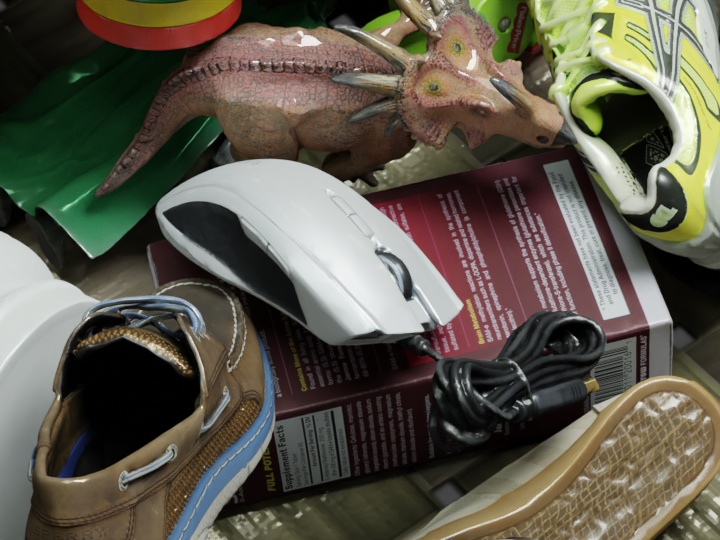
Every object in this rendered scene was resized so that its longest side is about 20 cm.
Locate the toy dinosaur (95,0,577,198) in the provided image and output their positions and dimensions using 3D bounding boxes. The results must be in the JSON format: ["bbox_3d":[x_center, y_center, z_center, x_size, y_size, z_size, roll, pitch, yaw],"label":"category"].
[{"bbox_3d":[-0.018,-0.077,1.039,0.200,0.136,0.086,-8,88,-2],"label":"toy dinosaur"}]

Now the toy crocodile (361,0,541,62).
[{"bbox_3d":[0.079,-0.131,1.166,0.200,0.062,0.068,-32,37,-25],"label":"toy crocodile"}]

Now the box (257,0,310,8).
[{"bbox_3d":[0.039,-0.208,1.195,0.200,0.050,0.199,-11,35,4],"label":"box"}]

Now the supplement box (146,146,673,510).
[{"bbox_3d":[0.020,0.023,1.042,0.200,0.061,0.109,-12,49,-5],"label":"supplement box"}]

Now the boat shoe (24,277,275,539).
[{"bbox_3d":[-0.075,0.049,0.916,0.072,0.072,0.200,-1,30,8],"label":"boat shoe"}]

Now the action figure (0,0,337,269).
[{"bbox_3d":[-0.083,-0.081,1.143,0.200,0.055,0.118,-39,55,-23],"label":"action figure"}]

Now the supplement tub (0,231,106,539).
[{"bbox_3d":[-0.209,0.036,1.001,0.200,0.145,0.145,21,56,22],"label":"supplement tub"}]

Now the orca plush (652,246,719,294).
[{"bbox_3d":[0.173,-0.060,1.086,0.105,0.071,0.200,-9,50,-2],"label":"orca plush"}]

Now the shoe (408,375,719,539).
[{"bbox_3d":[0.061,0.116,0.973,0.200,0.053,0.070,-36,88,-17],"label":"shoe"}]

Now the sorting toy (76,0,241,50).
[{"bbox_3d":[-0.082,-0.177,1.064,0.199,0.070,0.200,-27,48,-31],"label":"sorting toy"}]

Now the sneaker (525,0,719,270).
[{"bbox_3d":[0.111,-0.093,1.044,0.075,0.076,0.200,-44,56,26],"label":"sneaker"}]

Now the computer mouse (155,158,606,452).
[{"bbox_3d":[0.000,0.000,0.974,0.200,0.044,0.110,31,30,30],"label":"computer mouse"}]

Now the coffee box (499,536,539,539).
[{"bbox_3d":[-0.020,0.172,0.882,0.200,0.080,0.113,-13,86,-5],"label":"coffee box"}]
